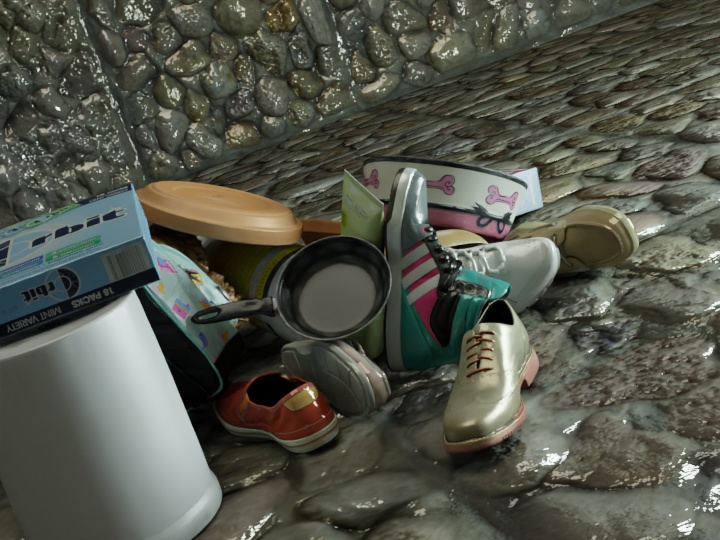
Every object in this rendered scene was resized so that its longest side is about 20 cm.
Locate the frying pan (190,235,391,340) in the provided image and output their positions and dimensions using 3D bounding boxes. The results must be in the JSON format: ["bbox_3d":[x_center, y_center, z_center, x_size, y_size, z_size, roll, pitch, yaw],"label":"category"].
[{"bbox_3d":[-0.056,0.039,1.031,0.189,0.031,0.115,-33,56,-5],"label":"frying pan"}]

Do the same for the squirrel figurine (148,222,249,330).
[{"bbox_3d":[-0.226,0.044,1.256,0.141,0.188,0.199,-18,17,-38],"label":"squirrel figurine"}]

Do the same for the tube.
[{"bbox_3d":[0.000,0.000,1.104,0.058,0.201,0.052,12,36,15],"label":"tube"}]

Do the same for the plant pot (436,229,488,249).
[{"bbox_3d":[0.050,-0.004,1.230,0.199,0.028,0.200,-17,-12,-4],"label":"plant pot"}]

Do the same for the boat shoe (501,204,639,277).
[{"bbox_3d":[0.219,-0.023,1.184,0.065,0.072,0.200,-33,14,-29],"label":"boat shoe"}]

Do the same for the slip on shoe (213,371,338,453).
[{"bbox_3d":[-0.088,0.125,1.038,0.074,0.061,0.200,-29,15,-25],"label":"slip on shoe"}]

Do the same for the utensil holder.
[{"bbox_3d":[-0.229,0.133,0.910,0.169,0.201,0.170,-17,14,4],"label":"utensil holder"}]

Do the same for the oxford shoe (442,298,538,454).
[{"bbox_3d":[0.102,0.088,0.913,0.070,0.074,0.200,-13,16,19],"label":"oxford shoe"}]

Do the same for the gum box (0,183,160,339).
[{"bbox_3d":[-0.271,-0.010,0.957,0.169,0.045,0.200,-21,20,-7],"label":"gum box"}]

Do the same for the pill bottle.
[{"bbox_3d":[-0.124,0.009,1.316,0.111,0.112,0.199,-29,33,-35],"label":"pill bottle"}]

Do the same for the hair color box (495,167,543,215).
[{"bbox_3d":[0.144,-0.092,1.482,0.199,0.061,0.099,-19,12,-33],"label":"hair color box"}]

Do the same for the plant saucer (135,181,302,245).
[{"bbox_3d":[-0.164,-0.070,1.248,0.199,0.033,0.200,12,11,-2],"label":"plant saucer"}]

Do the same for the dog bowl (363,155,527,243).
[{"bbox_3d":[0.096,-0.080,1.288,0.199,0.074,0.200,9,-4,1],"label":"dog bowl"}]

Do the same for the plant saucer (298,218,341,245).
[{"bbox_3d":[0.013,-0.034,1.384,0.199,0.033,0.200,9,-4,1],"label":"plant saucer"}]

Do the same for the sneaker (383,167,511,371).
[{"bbox_3d":[0.087,0.000,1.052,0.120,0.201,0.084,1,2,15],"label":"sneaker"}]

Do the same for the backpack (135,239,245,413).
[{"bbox_3d":[-0.234,0.055,1.104,0.175,0.200,0.154,-33,22,28],"label":"backpack"}]

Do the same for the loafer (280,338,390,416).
[{"bbox_3d":[-0.016,0.093,1.057,0.063,0.072,0.200,-20,11,-24],"label":"loafer"}]

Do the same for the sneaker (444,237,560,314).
[{"bbox_3d":[0.111,0.009,1.129,0.199,0.087,0.075,-20,56,18],"label":"sneaker"}]
